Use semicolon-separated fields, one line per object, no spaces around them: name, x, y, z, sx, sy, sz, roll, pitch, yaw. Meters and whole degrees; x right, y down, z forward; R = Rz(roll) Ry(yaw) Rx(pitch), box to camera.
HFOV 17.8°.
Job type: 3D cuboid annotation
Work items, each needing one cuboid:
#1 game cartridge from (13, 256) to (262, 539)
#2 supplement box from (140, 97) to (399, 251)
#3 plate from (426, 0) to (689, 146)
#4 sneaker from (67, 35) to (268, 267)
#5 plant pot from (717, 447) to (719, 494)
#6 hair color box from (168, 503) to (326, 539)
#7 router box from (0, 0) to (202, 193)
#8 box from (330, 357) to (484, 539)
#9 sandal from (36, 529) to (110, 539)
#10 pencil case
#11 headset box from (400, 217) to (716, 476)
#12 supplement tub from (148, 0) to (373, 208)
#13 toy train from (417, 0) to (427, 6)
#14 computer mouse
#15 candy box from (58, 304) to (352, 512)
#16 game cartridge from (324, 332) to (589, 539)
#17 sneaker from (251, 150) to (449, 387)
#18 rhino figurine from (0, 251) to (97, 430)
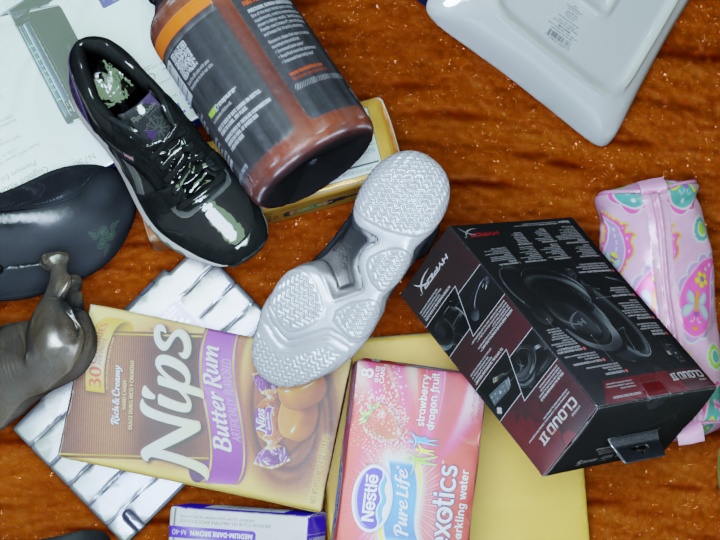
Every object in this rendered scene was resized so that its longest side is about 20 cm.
game cartridge;-0.152;0.092;1.750;0.200;0.038;0.130;-44;85;-3
supplement box;-0.070;-0.072;1.745;0.199;0.067;0.069;-13;83;-3
plate;0.171;-0.224;1.730;0.199;0.032;0.200;34;82;-29
sneaker;-0.147;-0.085;1.668;0.076;0.088;0.200;-41;79;-8
plant pot;0.397;0.171;1.693;0.192;0.200;0.201;-22;87;-15
hair color box;-0.089;0.277;1.714;0.109;0.065;0.201;2;88;12
router box;-0.227;-0.157;1.754;0.199;0.049;0.180;-28;87;-3
box;0.031;0.169;1.688;0.099;0.095;0.201;7;86;-1
sandal;-0.286;0.221;1.727;0.200;0.075;0.048;-11;61;-9
pencil case;0.229;0.032;1.738;0.087;0.087;0.201;-7;86;-2
headset box;0.148;0.058;1.658;0.200;0.149;0.077;52;125;25
supplement tub;-0.082;-0.152;1.675;0.107;0.107;0.200;-32;77;-3
toy train;0.138;-0.263;1.760;0.116;0.085;0.200;36;85;-10
computer mouse;-0.254;-0.010;1.713;0.199;0.053;0.139;-23;132;-8
candy box;-0.114;0.102;1.707;0.199;0.056;0.117;11;87;0
game cartridge;0.069;0.134;1.756;0.199;0.032;0.177;-4;86;-4
sneaker;0.000;0.000;1.683;0.075;0.114;0.200;38;98;5
rhino figurine;-0.262;0.073;1.697;0.200;0.060;0.088;-37;52;35
